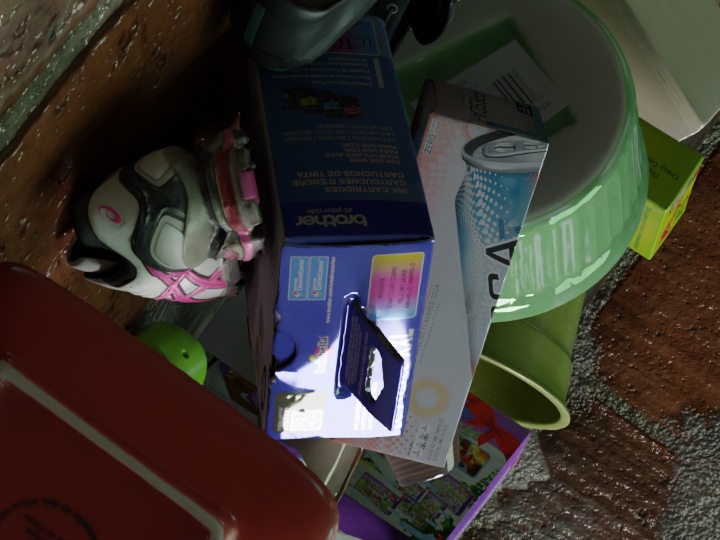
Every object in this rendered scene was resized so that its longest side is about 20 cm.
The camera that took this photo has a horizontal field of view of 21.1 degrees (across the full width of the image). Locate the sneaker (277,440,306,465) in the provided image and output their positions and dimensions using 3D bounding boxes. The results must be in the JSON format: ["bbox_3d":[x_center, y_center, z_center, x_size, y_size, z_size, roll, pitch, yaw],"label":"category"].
[{"bbox_3d":[-0.098,0.090,0.992,0.200,0.114,0.073,17,96,-56],"label":"sneaker"}]

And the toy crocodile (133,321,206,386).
[{"bbox_3d":[-0.137,0.111,1.147,0.068,0.062,0.200,-45,168,-44],"label":"toy crocodile"}]

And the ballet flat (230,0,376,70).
[{"bbox_3d":[0.011,-0.178,0.933,0.200,0.073,0.073,-49,166,-22],"label":"ballet flat"}]

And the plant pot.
[{"bbox_3d":[0.116,0.006,1.625,0.200,0.199,0.190,84,28,-72],"label":"plant pot"}]

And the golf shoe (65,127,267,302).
[{"bbox_3d":[-0.099,-0.023,0.940,0.092,0.073,0.200,-11,172,-8],"label":"golf shoe"}]

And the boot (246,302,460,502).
[{"bbox_3d":[-0.035,0.073,1.146,0.199,0.147,0.070,-20,-159,6],"label":"boot"}]

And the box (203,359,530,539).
[{"bbox_3d":[-0.002,0.106,1.304,0.137,0.200,0.039,-45,162,-42],"label":"box"}]

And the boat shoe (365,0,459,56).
[{"bbox_3d":[0.029,-0.159,1.069,0.200,0.062,0.075,-50,165,-34],"label":"boat shoe"}]

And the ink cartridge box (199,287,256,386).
[{"bbox_3d":[0.000,0.000,1.242,0.200,0.115,0.068,-54,169,-5],"label":"ink cartridge box"}]

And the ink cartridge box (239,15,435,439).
[{"bbox_3d":[-0.016,-0.012,0.943,0.200,0.076,0.137,-98,-169,-45],"label":"ink cartridge box"}]

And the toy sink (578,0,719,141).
[{"bbox_3d":[0.177,-0.186,1.414,0.112,0.200,0.130,-28,-171,36],"label":"toy sink"}]

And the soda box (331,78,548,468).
[{"bbox_3d":[0.040,0.003,1.048,0.064,0.068,0.201,-91,-164,-67],"label":"soda box"}]

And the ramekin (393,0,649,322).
[{"bbox_3d":[0.074,-0.079,1.151,0.200,0.200,0.098,-52,161,-18],"label":"ramekin"}]

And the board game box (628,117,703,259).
[{"bbox_3d":[0.128,-0.094,1.298,0.048,0.200,0.102,-53,168,-14],"label":"board game box"}]

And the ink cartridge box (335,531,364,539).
[{"bbox_3d":[-0.049,0.206,1.186,0.161,0.050,0.200,-22,147,33],"label":"ink cartridge box"}]

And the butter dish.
[{"bbox_3d":[-0.118,0.123,0.887,0.200,0.200,0.148,-58,169,8],"label":"butter dish"}]
